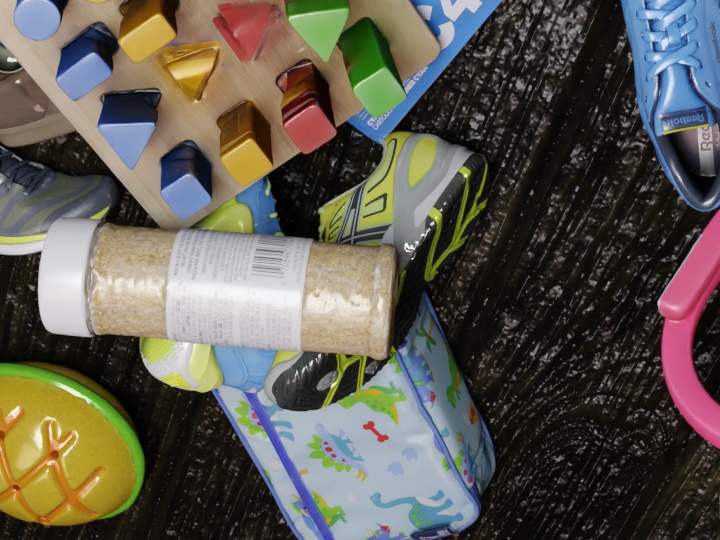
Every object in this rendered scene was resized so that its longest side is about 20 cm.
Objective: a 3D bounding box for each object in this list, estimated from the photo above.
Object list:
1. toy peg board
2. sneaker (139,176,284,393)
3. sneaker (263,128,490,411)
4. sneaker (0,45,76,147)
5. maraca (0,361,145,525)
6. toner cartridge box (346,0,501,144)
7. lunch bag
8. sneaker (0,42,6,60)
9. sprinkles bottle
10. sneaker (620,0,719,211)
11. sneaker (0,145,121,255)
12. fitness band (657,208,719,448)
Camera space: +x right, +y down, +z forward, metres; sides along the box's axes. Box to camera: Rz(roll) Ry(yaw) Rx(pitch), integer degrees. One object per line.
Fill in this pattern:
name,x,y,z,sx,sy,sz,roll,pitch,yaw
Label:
toy peg board,-0.085,-0.128,0.840,0.199,0.098,0.200,-33,116,11
sneaker,-0.077,-0.012,0.989,0.105,0.200,0.076,25,158,-36
sneaker,0.000,0.000,0.966,0.076,0.200,0.075,31,165,25
sneaker,-0.154,-0.135,0.945,0.200,0.070,0.076,-17,112,19
maraca,-0.253,0.121,1.142,0.200,0.107,0.137,19,123,5
toner cartridge box,0.035,-0.175,0.907,0.095,0.043,0.200,37,124,-7
lunch bag,-0.007,0.101,1.074,0.161,0.082,0.200,-13,116,26
sneaker,-0.328,-0.137,1.011,0.200,0.091,0.078,2,123,16
sprinkles bottle,-0.080,0.010,0.885,0.200,0.068,0.068,5,123,4
sneaker,0.183,-0.128,0.873,0.066,0.078,0.200,-8,117,23
sneaker,-0.260,-0.062,1.052,0.200,0.074,0.081,4,119,12
fitness band,0.259,0.018,0.892,0.144,0.200,0.037,33,169,24
